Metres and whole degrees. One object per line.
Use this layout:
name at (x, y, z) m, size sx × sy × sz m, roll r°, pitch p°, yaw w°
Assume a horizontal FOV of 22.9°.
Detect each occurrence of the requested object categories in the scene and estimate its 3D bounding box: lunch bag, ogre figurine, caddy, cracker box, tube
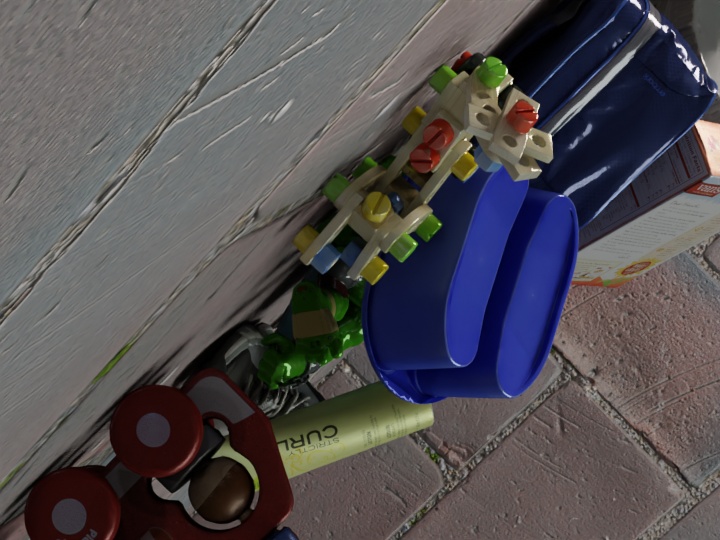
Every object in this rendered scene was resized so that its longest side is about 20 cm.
lunch bag at (0.165, -0.134, 1.410) m, size 0.200 × 0.132 × 0.136 m, roll -44°, pitch -165°, yaw 9°
ogre figurine at (0.000, 0.000, 1.391) m, size 0.120 × 0.098 × 0.201 m, roll -10°, pitch 114°, yaw -62°
caddy at (0.075, 0.003, 1.313) m, size 0.105 × 0.141 × 0.201 m, roll 5°, pitch -110°, yaw 43°
cracker box at (0.245, -0.053, 1.497) m, size 0.200 × 0.058 × 0.134 m, roll -31°, pitch 156°, yaw 37°
tube at (-0.038, 0.140, 1.477) m, size 0.199 × 0.058 × 0.052 m, roll -18°, pitch -179°, yaw -12°

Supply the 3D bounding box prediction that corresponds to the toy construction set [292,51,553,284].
toy construction set at (0.049, -0.074, 1.183) m, size 0.200 × 0.092 × 0.131 m, roll -34°, pitch -176°, yaw 42°

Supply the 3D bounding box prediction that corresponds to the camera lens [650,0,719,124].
camera lens at (0.250, -0.151, 1.576) m, size 0.200 × 0.160 × 0.160 m, roll -23°, pitch -170°, yaw 37°

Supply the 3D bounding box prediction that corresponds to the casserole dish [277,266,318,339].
casserole dish at (-0.012, 0.005, 1.552) m, size 0.200 × 0.039 × 0.121 m, roll -44°, pitch 168°, yaw -48°

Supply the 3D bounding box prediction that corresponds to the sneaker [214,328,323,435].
sneaker at (-0.092, 0.111, 1.715) m, size 0.099 × 0.078 × 0.200 m, roll -43°, pitch 177°, yaw 41°

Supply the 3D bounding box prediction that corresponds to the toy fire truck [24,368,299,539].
toy fire truck at (-0.134, 0.180, 1.281) m, size 0.200 × 0.168 × 0.112 m, roll -44°, pitch 176°, yaw -4°

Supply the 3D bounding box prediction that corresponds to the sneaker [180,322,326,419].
sneaker at (-0.076, 0.107, 1.506) m, size 0.075 × 0.116 × 0.200 m, roll -45°, pitch 177°, yaw 13°
